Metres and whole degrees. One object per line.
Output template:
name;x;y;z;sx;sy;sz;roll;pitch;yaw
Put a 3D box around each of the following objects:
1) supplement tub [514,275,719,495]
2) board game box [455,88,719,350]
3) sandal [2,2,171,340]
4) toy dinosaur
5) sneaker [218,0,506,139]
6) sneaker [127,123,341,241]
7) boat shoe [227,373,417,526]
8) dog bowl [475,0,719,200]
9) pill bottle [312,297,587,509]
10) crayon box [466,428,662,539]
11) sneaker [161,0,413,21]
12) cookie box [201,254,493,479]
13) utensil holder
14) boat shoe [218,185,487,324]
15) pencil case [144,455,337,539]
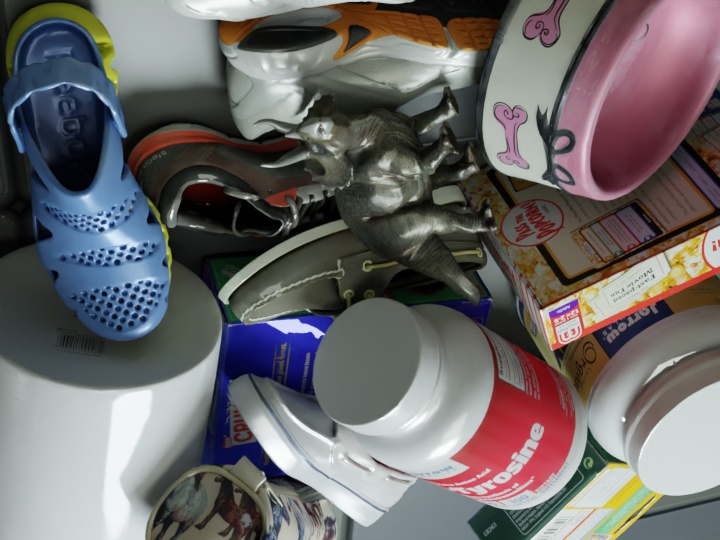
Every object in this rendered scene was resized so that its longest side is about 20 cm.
supplement tub;0.217;0.055;0.927;0.144;0.200;0.144;-12;132;-14
board game box;0.187;-0.048;0.860;0.200;0.152;0.046;-24;134;-2
sandal;-0.160;-0.050;0.701;0.079;0.087;0.200;-17;106;-4
toy dinosaur;0.022;-0.052;0.762;0.102;0.077;0.200;-16;138;16
sneaker;0.009;-0.127;0.777;0.200;0.076;0.092;-3;138;-12
sneaker;-0.049;-0.045;0.805;0.200;0.082;0.077;-2;129;-22
boat shoe;-0.021;0.115;0.867;0.065;0.074;0.200;-38;142;4
dog bowl;0.164;-0.132;0.774;0.200;0.074;0.200;-36;145;-30
pill bottle;0.062;0.090;0.835;0.112;0.112;0.200;-44;139;16
crayon box;0.190;0.191;1.050;0.126;0.052;0.200;-48;149;16
sneaker;-0.016;-0.181;0.685;0.200;0.099;0.078;-17;119;-14
cookie box;-0.020;0.069;0.921;0.200;0.075;0.171;-5;131;-20
utensil holder;-0.184;0.102;0.818;0.170;0.170;0.200;-1;126;-23
boat shoe;0.001;-0.001;0.824;0.202;0.060;0.072;-21;167;-32
pencil case;-0.071;0.174;0.835;0.089;0.078;0.200;-39;164;3
